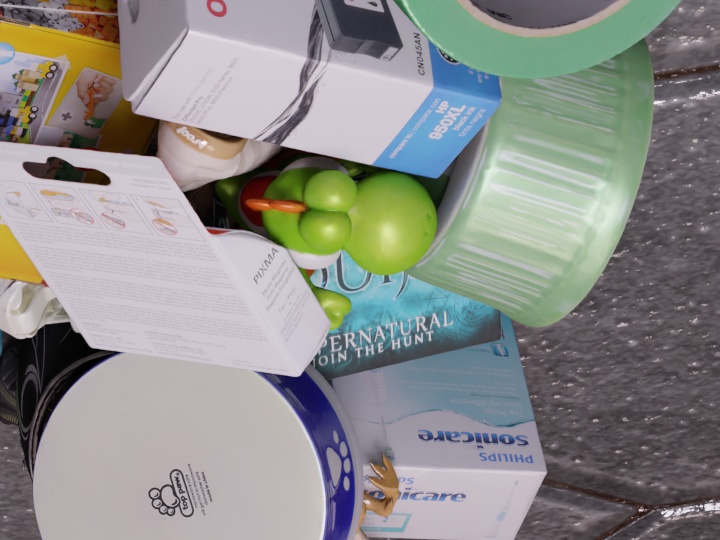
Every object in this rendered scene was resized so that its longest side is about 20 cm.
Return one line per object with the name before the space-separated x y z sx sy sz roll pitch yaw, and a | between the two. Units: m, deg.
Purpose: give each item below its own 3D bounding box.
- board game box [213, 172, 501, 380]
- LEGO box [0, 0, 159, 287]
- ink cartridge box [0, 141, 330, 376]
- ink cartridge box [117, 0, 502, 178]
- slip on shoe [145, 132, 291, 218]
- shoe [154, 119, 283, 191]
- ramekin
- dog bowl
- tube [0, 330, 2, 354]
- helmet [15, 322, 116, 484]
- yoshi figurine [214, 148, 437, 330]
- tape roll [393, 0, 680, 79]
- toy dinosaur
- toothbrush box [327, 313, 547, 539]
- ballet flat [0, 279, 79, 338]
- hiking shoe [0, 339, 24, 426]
board game box | 0.000 0.000 1.669 0.200 0.028 0.136 -13 111 -25
LEGO box | -0.211 -0.092 1.513 0.149 0.077 0.200 12 129 -27
ink cartridge box | -0.127 -0.021 1.462 0.162 0.057 0.200 7 140 32
ink cartridge box | -0.032 -0.149 1.434 0.200 0.145 0.084 10 144 -27
slip on shoe | -0.107 -0.060 1.649 0.200 0.061 0.076 -2 149 -7
shoe | -0.076 -0.095 1.499 0.070 0.200 0.053 33 117 7
ramekin | 0.090 -0.073 1.541 0.098 0.200 0.200 15 144 -19
dog bowl | -0.103 0.136 1.592 0.200 0.200 0.079 -17 -178 17
tube | -0.278 0.015 1.762 0.077 0.050 0.200 9 151 -12
helmet | -0.149 0.082 1.754 0.200 0.191 0.200 0 115 1
yoshi figurine | -0.011 -0.028 1.515 0.112 0.113 0.200 -28 -173 -9
tape roll | 0.100 -0.204 1.367 0.200 0.048 0.201 -10 121 -17
toy dinosaur | -0.015 0.170 1.675 0.200 0.060 0.106 38 138 -15
toothbrush box | 0.036 0.087 1.776 0.146 0.200 0.085 3 137 -17
ballet flat | -0.194 0.013 1.630 0.200 0.070 0.069 -3 150 13
hiking shoe | -0.190 0.105 1.912 0.200 0.076 0.101 18 151 -21
